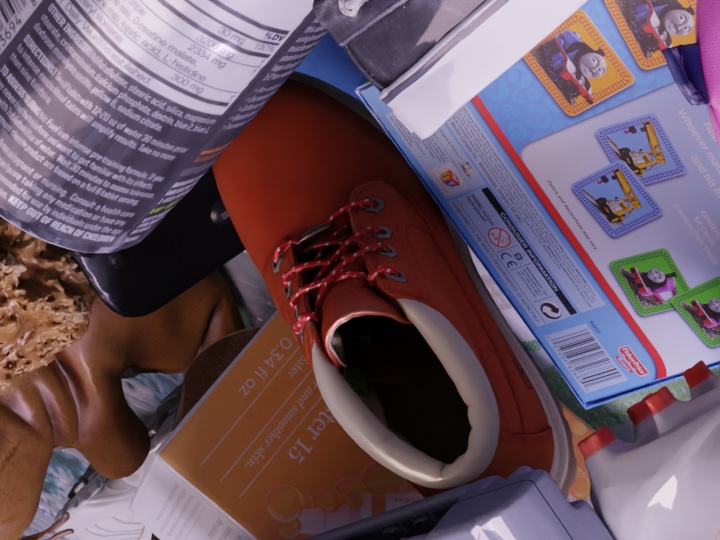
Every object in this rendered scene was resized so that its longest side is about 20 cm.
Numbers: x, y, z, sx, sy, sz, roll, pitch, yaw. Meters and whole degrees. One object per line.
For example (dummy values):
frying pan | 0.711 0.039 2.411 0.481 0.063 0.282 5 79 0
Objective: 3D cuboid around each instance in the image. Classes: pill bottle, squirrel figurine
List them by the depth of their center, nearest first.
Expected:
pill bottle | -0.058 -0.106 0.719 0.106 0.106 0.200 43 119 -4
squirrel figurine | -0.165 0.034 0.996 0.141 0.187 0.201 24 145 25

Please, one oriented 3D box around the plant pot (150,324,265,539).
plant pot | -0.023 0.160 0.944 0.185 0.201 0.188 12 143 9

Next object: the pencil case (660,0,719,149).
pencil case | 0.186 -0.071 0.557 0.198 0.091 0.095 -7 104 31

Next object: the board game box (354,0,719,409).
board game box | 0.116 -0.043 0.703 0.199 0.037 0.152 -21 113 42

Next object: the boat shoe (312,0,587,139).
boat shoe | 0.062 -0.124 0.621 0.068 0.072 0.200 45 125 -5

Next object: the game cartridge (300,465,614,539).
game cartridge | 0.030 0.144 0.712 0.134 0.040 0.199 52 141 -10

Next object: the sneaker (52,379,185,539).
sneaker | -0.100 0.131 1.156 0.099 0.078 0.200 41 150 -8

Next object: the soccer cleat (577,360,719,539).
soccer cleat | 0.142 0.043 0.598 0.078 0.069 0.200 57 138 6

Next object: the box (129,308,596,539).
box | 0.025 0.103 0.841 0.200 0.125 0.098 39 157 2

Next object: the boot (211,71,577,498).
boot | 0.000 0.000 0.742 0.201 0.075 0.107 54 -170 20

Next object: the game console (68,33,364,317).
game console | -0.057 -0.084 0.810 0.201 0.175 0.116 60 172 -28

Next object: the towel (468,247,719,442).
towel | 0.116 0.017 0.796 0.148 0.031 0.200 -21 115 41
